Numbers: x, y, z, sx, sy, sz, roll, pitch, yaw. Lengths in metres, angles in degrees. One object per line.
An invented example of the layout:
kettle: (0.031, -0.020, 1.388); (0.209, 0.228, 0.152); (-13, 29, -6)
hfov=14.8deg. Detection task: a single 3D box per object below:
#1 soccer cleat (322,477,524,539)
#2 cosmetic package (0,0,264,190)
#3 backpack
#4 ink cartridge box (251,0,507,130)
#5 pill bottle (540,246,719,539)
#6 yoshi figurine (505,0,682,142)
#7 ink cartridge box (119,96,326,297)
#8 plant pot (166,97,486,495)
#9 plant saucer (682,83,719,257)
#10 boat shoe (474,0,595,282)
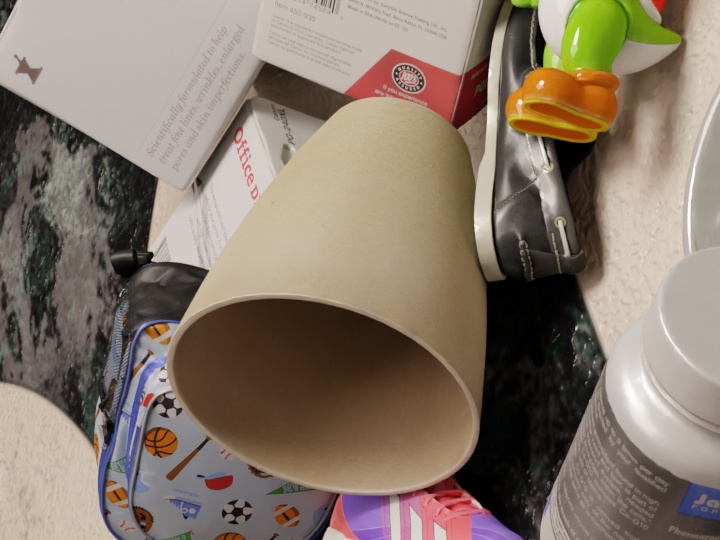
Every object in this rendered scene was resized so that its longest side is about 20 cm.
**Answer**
soccer cleat: (0.042, 0.150, 1.673); (0.200, 0.068, 0.073); (-1, 73, 62)
cosmetic package: (-0.133, -0.195, 1.937); (0.165, 0.165, 0.200); (-57, 5, 31)
backpack: (-0.084, 0.104, 1.789); (0.154, 0.199, 0.191); (-87, 12, -51)
ink cartridge box: (0.028, -0.207, 1.709); (0.146, 0.083, 0.200); (24, 122, 17)
pill bottle: (0.166, 0.087, 1.383); (0.200, 0.113, 0.114); (107, 157, -48)
yoshi figurine: (0.121, -0.183, 1.601); (0.112, 0.112, 0.201); (9, 79, 35)
ink cartridge box: (-0.075, 0.005, 1.908); (0.200, 0.083, 0.145); (-54, 36, 32)
plant pot: (0.000, 0.000, 1.665); (0.187, 0.187, 0.200); (-39, 26, 46)
plant saucer: (0.245, -0.045, 1.425); (0.200, 0.050, 0.201); (-30, 53, 50)
boat shoe: (0.111, -0.085, 1.672); (0.067, 0.072, 0.201); (-5, 61, 19)
